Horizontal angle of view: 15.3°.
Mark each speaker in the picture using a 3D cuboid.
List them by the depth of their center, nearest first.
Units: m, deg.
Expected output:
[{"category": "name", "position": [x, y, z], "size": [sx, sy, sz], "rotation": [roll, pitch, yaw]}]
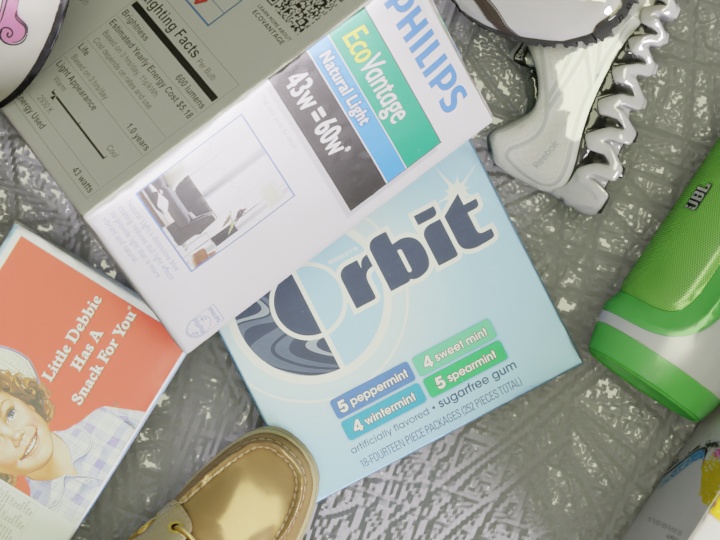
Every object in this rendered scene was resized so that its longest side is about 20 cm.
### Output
[{"category": "speaker", "position": [0.208, -0.020, 1.451], "size": [0.088, 0.088, 0.200], "rotation": [34, 87, -4]}]

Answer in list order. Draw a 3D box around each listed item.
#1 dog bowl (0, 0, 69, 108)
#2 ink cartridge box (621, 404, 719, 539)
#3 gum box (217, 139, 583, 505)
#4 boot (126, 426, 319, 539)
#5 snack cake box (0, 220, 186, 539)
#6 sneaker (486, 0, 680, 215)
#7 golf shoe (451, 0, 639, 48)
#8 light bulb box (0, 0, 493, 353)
[{"category": "dog bowl", "position": [-0.219, -0.175, 1.295], "size": [0.074, 0.200, 0.200], "rotation": [-6, 91, -38]}, {"category": "ink cartridge box", "position": [0.240, 0.141, 1.425], "size": [0.147, 0.145, 0.200], "rotation": [35, 87, -4]}, {"category": "gum box", "position": [0.000, 0.000, 1.452], "size": [0.170, 0.045, 0.200], "rotation": [-27, 92, -4]}, {"category": "boot", "position": [-0.108, 0.165, 1.373], "size": [0.200, 0.155, 0.073], "rotation": [-46, 81, 7]}, {"category": "snack cake box", "position": [-0.186, 0.088, 1.424], "size": [0.115, 0.067, 0.200], "rotation": [32, 87, -3]}, {"category": "sneaker", "position": [0.130, -0.135, 1.455], "size": [0.081, 0.075, 0.200], "rotation": [20, 88, 4]}, {"category": "golf shoe", "position": [0.053, -0.186, 1.408], "size": [0.200, 0.094, 0.078], "rotation": [31, 84, 13]}, {"category": "light bulb box", "position": [-0.076, -0.105, 1.359], "size": [0.200, 0.198, 0.125], "rotation": [-37, 138, -4]}]
